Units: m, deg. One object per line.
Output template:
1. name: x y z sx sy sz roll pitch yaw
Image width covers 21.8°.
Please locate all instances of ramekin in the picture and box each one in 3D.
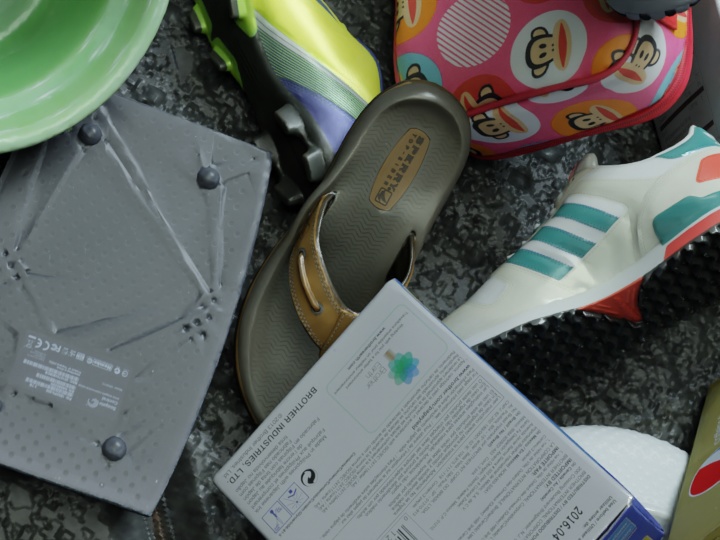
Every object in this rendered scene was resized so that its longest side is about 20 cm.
1. ramekin: -0.196 -0.164 0.894 0.199 0.098 0.201 -12 115 -28

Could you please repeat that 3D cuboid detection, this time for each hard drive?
1. hard drive: -0.132 0.013 0.945 0.134 0.042 0.201 20 72 -7

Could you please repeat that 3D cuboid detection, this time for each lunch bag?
1. lunch bag: 0.104 -0.169 0.983 0.082 0.176 0.201 22 62 -48

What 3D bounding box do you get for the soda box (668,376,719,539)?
1. soda box: 0.206 0.103 0.926 0.068 0.064 0.200 43 27 -4

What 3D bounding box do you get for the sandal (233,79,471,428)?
1. sandal: 0.000 0.000 0.940 0.081 0.055 0.201 28 95 -18

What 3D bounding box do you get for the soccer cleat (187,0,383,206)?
1. soccer cleat: -0.035 -0.124 1.005 0.083 0.065 0.201 -15 77 -35

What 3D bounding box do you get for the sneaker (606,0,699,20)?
1. sneaker: 0.131 -0.225 0.892 0.074 0.088 0.201 -12 69 11

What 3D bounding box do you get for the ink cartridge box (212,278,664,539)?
1. ink cartridge box: 0.046 0.122 0.879 0.137 0.076 0.200 -48 59 0

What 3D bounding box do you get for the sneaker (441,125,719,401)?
1. sneaker: 0.116 -0.005 0.981 0.199 0.070 0.094 -29 49 14

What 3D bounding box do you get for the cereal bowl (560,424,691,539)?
1. cereal bowl: 0.126 0.172 0.940 0.199 0.083 0.201 3 74 -12

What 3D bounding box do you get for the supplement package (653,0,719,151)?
1. supplement package: 0.229 -0.109 1.029 0.113 0.110 0.201 -10 77 -16
